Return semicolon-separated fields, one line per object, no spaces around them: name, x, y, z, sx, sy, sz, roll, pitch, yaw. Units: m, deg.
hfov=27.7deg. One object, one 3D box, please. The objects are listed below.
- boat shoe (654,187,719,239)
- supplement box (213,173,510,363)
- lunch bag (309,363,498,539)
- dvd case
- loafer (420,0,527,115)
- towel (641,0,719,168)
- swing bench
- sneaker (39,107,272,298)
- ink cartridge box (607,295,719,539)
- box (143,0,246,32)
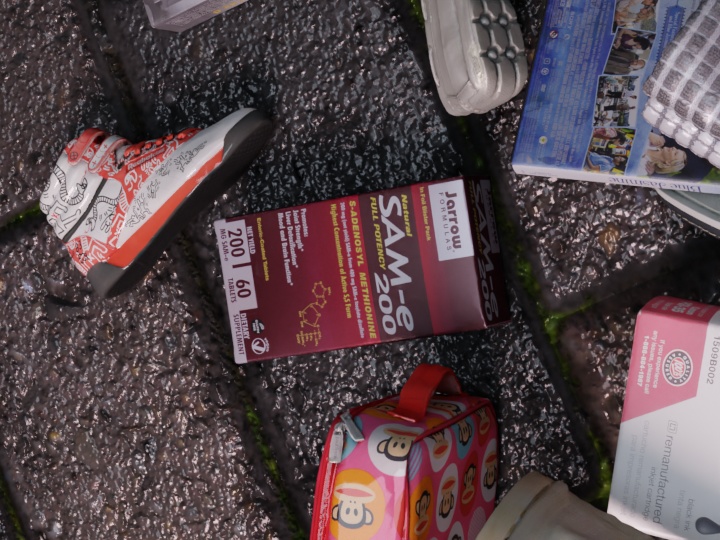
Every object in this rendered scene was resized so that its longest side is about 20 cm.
boat shoe;0.277;-0.022;0.921;0.199;0.076;0.061;25;147;34
supplement box;0.000;0.000;1.049;0.198;0.061;0.110;-10;90;23
lunch bag;0.035;0.151;0.970;0.081;0.200;0.178;7;94;21
dvd case;0.205;-0.121;0.943;0.198;0.018;0.144;8;73;23
loafer;0.064;-0.206;1.001;0.070;0.069;0.202;-20;73;51
towel;0.284;-0.137;0.862;0.165;0.086;0.201;33;80;18
swing bench;0.165;0.236;0.908;0.198;0.130;0.201;28;142;19
sneaker;-0.164;-0.081;1.112;0.201;0.067;0.108;-44;79;23
ink cartridge box;0.270;0.107;0.925;0.198;0.083;0.148;11;98;23
box;-0.088;-0.288;1.073;0.199;0.048;0.160;-21;86;24
